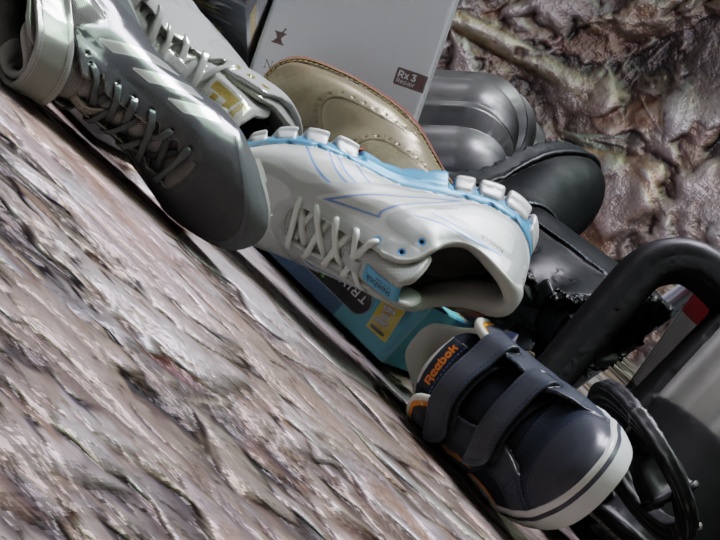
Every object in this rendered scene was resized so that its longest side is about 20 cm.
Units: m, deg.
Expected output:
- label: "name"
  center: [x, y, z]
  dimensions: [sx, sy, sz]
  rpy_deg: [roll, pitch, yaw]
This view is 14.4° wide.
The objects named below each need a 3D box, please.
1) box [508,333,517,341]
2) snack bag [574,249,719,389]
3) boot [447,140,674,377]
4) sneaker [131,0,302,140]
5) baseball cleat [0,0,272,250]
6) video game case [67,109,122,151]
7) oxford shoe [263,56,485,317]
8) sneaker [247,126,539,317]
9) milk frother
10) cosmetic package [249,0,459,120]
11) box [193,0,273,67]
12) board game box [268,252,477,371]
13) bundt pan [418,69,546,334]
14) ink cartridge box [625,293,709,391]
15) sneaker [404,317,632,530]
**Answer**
- label: "box"
  center: [0.050, -0.014, 2.126]
  dimensions: [0.200, 0.070, 0.064]
  rpy_deg: [43, 7, 2]
- label: "snack bag"
  center: [0.173, 0.042, 1.915]
  dimensions: [0.021, 0.200, 0.189]
  rpy_deg: [54, 8, 7]
- label: "boot"
  center: [0.131, -0.009, 1.817]
  dimensions: [0.198, 0.074, 0.162]
  rpy_deg: [-12, 38, -44]
- label: "sneaker"
  center: [-0.103, -0.124, 1.614]
  dimensions: [0.116, 0.074, 0.200]
  rpy_deg: [42, 3, 40]
- label: "baseball cleat"
  center: [-0.130, -0.085, 1.478]
  dimensions: [0.200, 0.070, 0.106]
  rpy_deg: [53, 36, 7]
- label: "video game case"
  center: [-0.173, -0.126, 1.643]
  dimensions: [0.200, 0.023, 0.182]
  rpy_deg: [44, 5, 20]
- label: "oxford shoe"
  center: [0.013, -0.054, 1.676]
  dimensions: [0.200, 0.071, 0.075]
  rpy_deg: [42, 10, 11]
- label: "sneaker"
  center: [0.003, -0.020, 1.574]
  dimensions: [0.199, 0.075, 0.087]
  rpy_deg: [10, 36, -4]
- label: "milk frother"
  center: [0.208, 0.082, 1.609]
  dimensions: [0.181, 0.188, 0.200]
  rpy_deg: [48, -12, -19]
- label: "cosmetic package"
  center: [0.002, -0.160, 1.779]
  dimensions: [0.112, 0.201, 0.081]
  rpy_deg: [17, -2, 1]
- label: "box"
  center: [-0.131, -0.185, 1.760]
  dimensions: [0.158, 0.049, 0.200]
  rpy_deg: [24, -11, 2]
- label: "board game box"
  center: [0.000, 0.000, 1.774]
  dimensions: [0.151, 0.047, 0.200]
  rpy_deg: [44, 5, 16]
- label: "bundt pan"
  center: [0.085, -0.046, 1.988]
  dimensions: [0.202, 0.075, 0.203]
  rpy_deg: [-4, 90, -70]
- label: "ink cartridge box"
  center: [0.246, 0.105, 1.847]
  dimensions: [0.144, 0.200, 0.084]
  rpy_deg: [44, 30, 18]
- label: "sneaker"
  center: [0.075, 0.079, 1.540]
  dimensions: [0.079, 0.078, 0.200]
  rpy_deg: [45, -7, -20]
